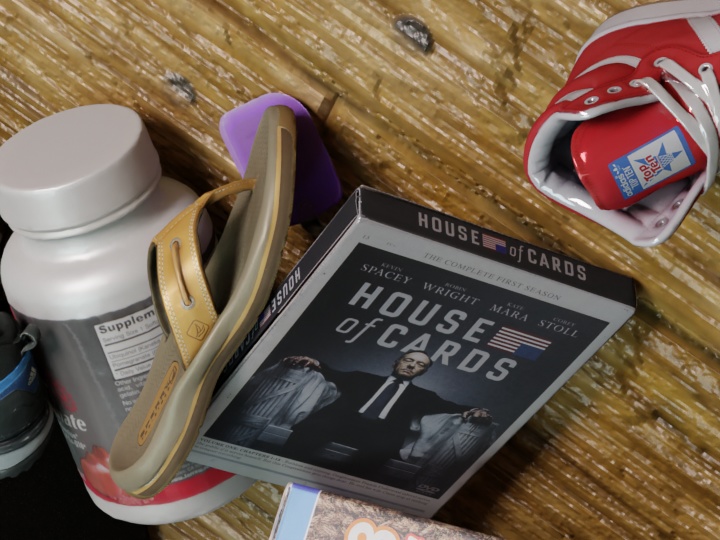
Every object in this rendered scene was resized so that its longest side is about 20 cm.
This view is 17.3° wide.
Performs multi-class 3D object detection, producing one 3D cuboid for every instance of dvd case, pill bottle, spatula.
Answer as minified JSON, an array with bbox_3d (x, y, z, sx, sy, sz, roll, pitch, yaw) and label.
[{"bbox_3d":[0.016,0.047,1.129,0.150,0.025,0.200,17,137,-23],"label":"dvd case"},{"bbox_3d":[-0.118,0.021,1.204,0.110,0.111,0.201,4,126,33],"label":"pill bottle"},{"bbox_3d":[0.000,0.000,1.169,0.056,0.021,0.200,-22,111,39],"label":"spatula"}]

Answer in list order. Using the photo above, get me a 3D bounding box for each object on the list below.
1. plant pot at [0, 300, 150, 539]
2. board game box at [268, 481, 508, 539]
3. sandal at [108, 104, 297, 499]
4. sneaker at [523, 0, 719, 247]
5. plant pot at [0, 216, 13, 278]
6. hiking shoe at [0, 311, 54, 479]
[{"bbox_3d":[-0.250,0.116,1.330,0.199,0.199,0.178,15,120,25],"label":"plant pot"},{"bbox_3d":[0.065,0.190,1.173,0.199,0.097,0.159,13,168,26],"label":"board game box"},{"bbox_3d":[-0.081,0.012,1.117,0.054,0.080,0.201,23,100,-17],"label":"sandal"},{"bbox_3d":[0.153,-0.072,0.934,0.199,0.113,0.071,-16,115,42],"label":"sneaker"},{"bbox_3d":[-0.290,-0.030,1.252,0.199,0.187,0.187,18,135,1],"label":"plant pot"},{"bbox_3d":[-0.253,0.047,1.184,0.199,0.075,0.087,2,128,4],"label":"hiking shoe"}]
